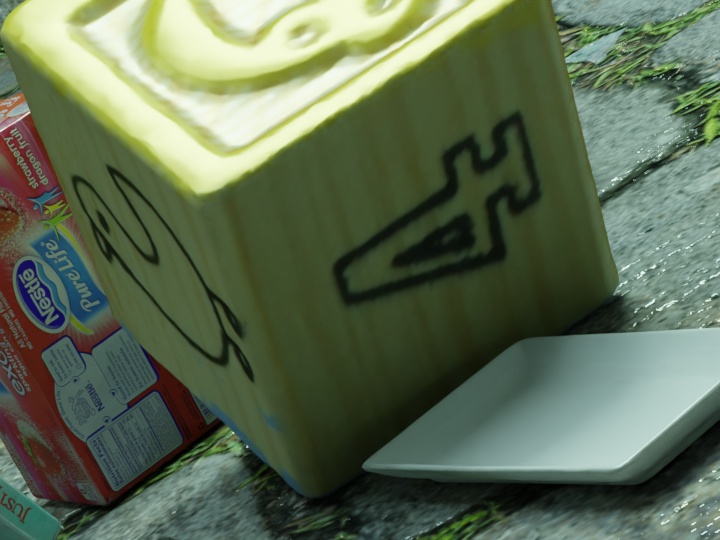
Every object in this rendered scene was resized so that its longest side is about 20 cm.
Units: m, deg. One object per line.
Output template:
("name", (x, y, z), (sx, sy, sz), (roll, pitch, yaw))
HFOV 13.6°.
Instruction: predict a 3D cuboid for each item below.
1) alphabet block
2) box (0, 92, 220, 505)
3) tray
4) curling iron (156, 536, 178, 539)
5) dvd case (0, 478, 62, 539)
("alphabet block", (-0.021, -0.053, 1.407), (0.196, 0.200, 0.195), (-35, 44, -18))
("box", (-0.165, 0.015, 1.590), (0.100, 0.201, 0.095), (-37, 17, -27))
("tray", (0.091, 0.062, 1.278), (0.107, 0.022, 0.200), (-38, 16, -27))
("curling iron", (-0.106, 0.165, 1.299), (0.049, 0.026, 0.200), (-29, 14, 14))
("dvd case", (-0.266, 0.112, 1.557), (0.200, 0.146, 0.022), (-13, 45, 48))
